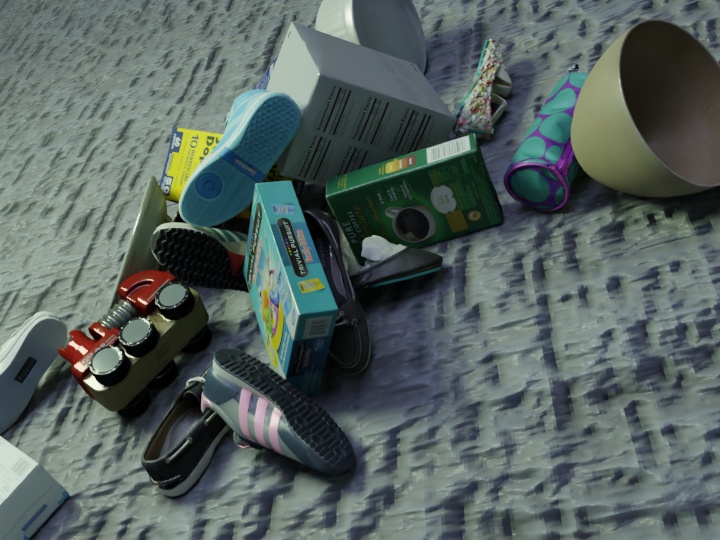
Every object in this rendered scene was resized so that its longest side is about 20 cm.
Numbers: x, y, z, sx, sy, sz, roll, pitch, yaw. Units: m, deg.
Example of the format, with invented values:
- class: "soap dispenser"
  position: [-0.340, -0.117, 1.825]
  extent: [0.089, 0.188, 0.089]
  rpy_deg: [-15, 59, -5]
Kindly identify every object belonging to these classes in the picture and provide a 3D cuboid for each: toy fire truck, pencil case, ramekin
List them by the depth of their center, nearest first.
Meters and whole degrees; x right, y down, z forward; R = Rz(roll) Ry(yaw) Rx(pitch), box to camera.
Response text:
- class: "pencil case"
  position: [0.256, -0.167, 1.165]
  extent: [0.092, 0.085, 0.201]
  rpy_deg: [-26, 26, 54]
- class: "toy fire truck"
  position: [-0.315, 0.080, 1.200]
  extent: [0.199, 0.129, 0.176]
  rpy_deg: [26, 60, 31]
- class: "ramekin"
  position: [0.013, -0.369, 1.463]
  extent: [0.094, 0.203, 0.203]
  rpy_deg: [-12, 38, 37]

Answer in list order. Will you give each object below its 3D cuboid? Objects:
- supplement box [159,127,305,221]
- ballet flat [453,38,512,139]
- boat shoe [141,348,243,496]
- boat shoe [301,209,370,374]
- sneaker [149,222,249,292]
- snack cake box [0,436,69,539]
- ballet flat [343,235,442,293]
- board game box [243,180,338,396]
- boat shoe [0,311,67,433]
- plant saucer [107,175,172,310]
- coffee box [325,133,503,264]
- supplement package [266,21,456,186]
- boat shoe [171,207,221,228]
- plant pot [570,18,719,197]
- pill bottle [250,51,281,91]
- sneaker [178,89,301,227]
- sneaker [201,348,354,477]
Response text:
- class: "supplement box"
  position: [-0.186, -0.133, 1.335]
  extent: [0.199, 0.109, 0.110]
  rpy_deg: [14, 90, 41]
- class: "ballet flat"
  position: [0.185, -0.258, 1.343]
  extent: [0.063, 0.076, 0.201]
  rpy_deg: [19, 55, 5]
- class: "boat shoe"
  position: [-0.188, 0.161, 1.068]
  extent: [0.073, 0.061, 0.201]
  rpy_deg: [3, 47, 34]
- class: "boat shoe"
  position: [-0.040, 0.023, 1.072]
  extent: [0.066, 0.057, 0.202]
  rpy_deg: [-20, 70, 18]
- class: "sneaker"
  position: [-0.188, -0.020, 1.201]
  extent: [0.093, 0.198, 0.071]
  rpy_deg: [35, 108, 57]
- class: "snack cake box"
  position: [-0.457, 0.261, 1.108]
  extent: [0.199, 0.067, 0.115]
  rpy_deg: [17, 57, 42]
- class: "ballet flat"
  position: [0.000, 0.000, 1.126]
  extent: [0.198, 0.069, 0.068]
  rpy_deg: [-21, 5, 6]
- class: "board game box"
  position: [-0.086, 0.022, 1.058]
  extent: [0.047, 0.152, 0.201]
  rpy_deg: [-6, 49, -20]
- class: "boat shoe"
  position: [-0.479, 0.137, 1.245]
  extent: [0.203, 0.074, 0.086]
  rpy_deg: [-56, 32, -6]
- class: "plant saucer"
  position: [-0.307, -0.032, 1.311]
  extent: [0.050, 0.201, 0.201]
  rpy_deg: [18, 38, -15]
- class: "coffee box"
  position: [0.067, -0.088, 1.156]
  extent: [0.198, 0.123, 0.044]
  rpy_deg: [-17, 39, 15]
- class: "supplement package"
  position: [-0.011, -0.209, 1.247]
  extent: [0.198, 0.148, 0.192]
  rpy_deg: [13, 29, -24]
- class: "boat shoe"
  position: [-0.230, -0.060, 1.258]
  extent: [0.070, 0.200, 0.071]
  rpy_deg: [-26, 71, -38]
- class: "plant pot"
  position: [0.323, -0.168, 1.068]
  extent: [0.134, 0.200, 0.201]
  rpy_deg: [-28, 23, 55]
- class: "pill bottle"
  position: [-0.111, -0.258, 1.411]
  extent: [0.200, 0.111, 0.112]
  rpy_deg: [-40, 23, 41]
- class: "sneaker"
  position: [-0.159, -0.147, 1.172]
  extent: [0.200, 0.079, 0.131]
  rpy_deg: [-47, 25, 3]
- class: "sneaker"
  position: [-0.093, 0.170, 0.994]
  extent: [0.200, 0.082, 0.070]
  rpy_deg: [37, 24, 26]
